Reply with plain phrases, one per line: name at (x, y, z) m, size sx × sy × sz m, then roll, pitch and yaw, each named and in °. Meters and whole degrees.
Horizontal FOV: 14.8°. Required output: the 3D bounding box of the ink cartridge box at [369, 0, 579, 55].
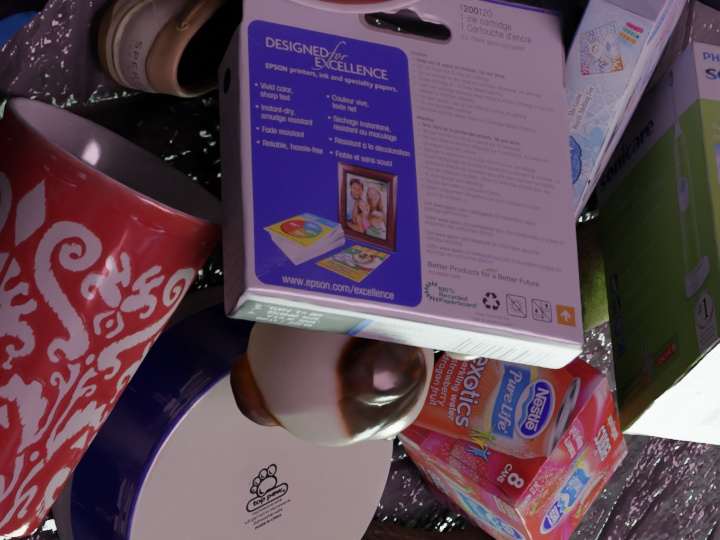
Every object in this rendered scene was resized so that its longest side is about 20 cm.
ink cartridge box at (0.075, -0.206, 1.589) m, size 0.200 × 0.047 × 0.161 m, roll 15°, pitch 86°, yaw -62°

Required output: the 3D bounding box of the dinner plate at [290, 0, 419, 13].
dinner plate at (-0.012, -0.233, 1.460) m, size 0.199 × 0.024 × 0.201 m, roll 1°, pitch 86°, yaw -22°

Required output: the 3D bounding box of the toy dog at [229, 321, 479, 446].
toy dog at (0.000, 0.000, 1.514) m, size 0.194 × 0.139 × 0.201 m, roll 46°, pitch 44°, yaw -53°

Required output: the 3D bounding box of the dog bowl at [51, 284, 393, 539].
dog bowl at (-0.079, 0.114, 1.629) m, size 0.200 × 0.079 × 0.201 m, roll -23°, pitch 129°, yaw -33°

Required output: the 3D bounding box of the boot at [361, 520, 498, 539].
boot at (0.024, 0.247, 1.814) m, size 0.199 × 0.072 × 0.167 m, roll -2°, pitch 119°, yaw -38°

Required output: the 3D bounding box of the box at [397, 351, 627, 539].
box at (0.096, 0.105, 1.724) m, size 0.100 × 0.095 × 0.200 m, roll -54°, pitch 163°, yaw -9°

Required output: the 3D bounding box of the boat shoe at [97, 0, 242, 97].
boat shoe at (-0.047, -0.143, 1.510) m, size 0.200 × 0.066 × 0.074 m, roll -32°, pitch 132°, yaw -28°

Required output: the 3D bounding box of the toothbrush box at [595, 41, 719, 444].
toothbrush box at (0.215, -0.014, 1.694) m, size 0.086 × 0.201 × 0.146 m, roll 6°, pitch 150°, yaw -20°

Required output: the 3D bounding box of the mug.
mug at (-0.157, 0.034, 1.470) m, size 0.177 × 0.133 × 0.200 m, roll 21°, pitch 102°, yaw -46°

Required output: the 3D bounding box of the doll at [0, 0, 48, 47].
doll at (-0.192, -0.169, 1.371) m, size 0.200 × 0.048 × 0.137 m, roll 8°, pitch 109°, yaw -46°

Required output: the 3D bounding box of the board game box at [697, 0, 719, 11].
board game box at (0.238, -0.287, 1.706) m, size 0.165 × 0.057 × 0.200 m, roll -44°, pitch 137°, yaw -17°

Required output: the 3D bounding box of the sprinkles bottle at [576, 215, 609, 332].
sprinkles bottle at (0.173, -0.009, 1.803) m, size 0.200 × 0.068 × 0.068 m, roll -25°, pitch 129°, yaw -32°

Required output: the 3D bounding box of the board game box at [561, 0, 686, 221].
board game box at (0.157, -0.143, 1.613) m, size 0.200 × 0.043 × 0.199 m, roll -59°, pitch 173°, yaw -41°

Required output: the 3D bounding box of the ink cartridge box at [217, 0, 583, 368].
ink cartridge box at (0.021, -0.058, 1.459) m, size 0.197 × 0.043 × 0.201 m, roll 10°, pitch 65°, yaw -24°
